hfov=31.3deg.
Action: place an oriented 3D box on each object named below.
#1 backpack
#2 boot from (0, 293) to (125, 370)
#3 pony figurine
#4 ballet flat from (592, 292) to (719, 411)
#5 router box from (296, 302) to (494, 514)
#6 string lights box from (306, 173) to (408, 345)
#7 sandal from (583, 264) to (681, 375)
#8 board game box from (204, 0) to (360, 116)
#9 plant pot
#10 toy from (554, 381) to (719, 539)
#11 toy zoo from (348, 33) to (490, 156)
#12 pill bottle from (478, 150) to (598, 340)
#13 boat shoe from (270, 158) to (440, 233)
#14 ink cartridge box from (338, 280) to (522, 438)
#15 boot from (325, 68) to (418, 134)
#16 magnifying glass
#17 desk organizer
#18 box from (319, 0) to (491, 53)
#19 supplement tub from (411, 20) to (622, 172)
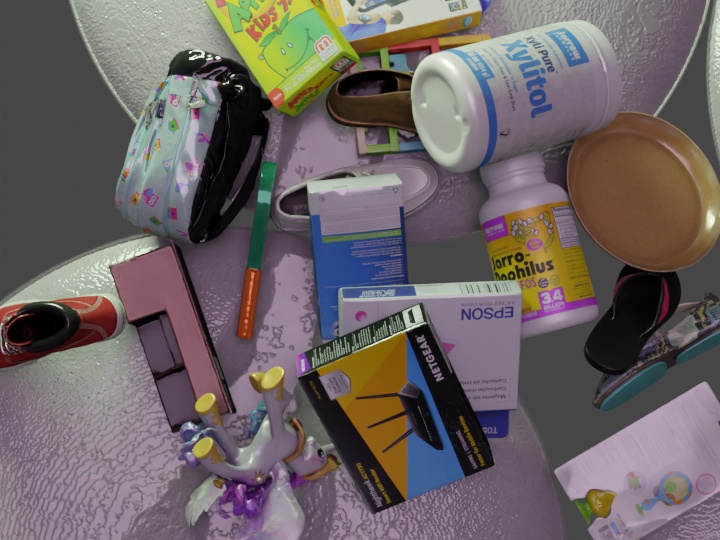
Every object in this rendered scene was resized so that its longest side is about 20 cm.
[{"bbox_3d":[-0.187,-0.130,1.419,0.126,0.167,0.200,17,86,14],"label":"backpack"},{"bbox_3d":[-0.368,0.067,1.357,0.200,0.144,0.073,-14,88,19],"label":"boot"},{"bbox_3d":[-0.112,0.210,1.363,0.193,0.200,0.166,-45,46,-13],"label":"pony figurine"},{"bbox_3d":[0.339,0.089,1.471,0.200,0.074,0.074,-28,86,-8],"label":"ballet flat"},{"bbox_3d":[0.039,0.150,1.371,0.149,0.051,0.200,-23,117,7],"label":"router box"},{"bbox_3d":[0.000,0.000,1.418,0.103,0.059,0.200,-5,106,-5],"label":"string lights box"},{"bbox_3d":[0.310,0.039,1.429,0.075,0.045,0.200,25,46,15],"label":"sandal"},{"bbox_3d":[-0.098,-0.284,1.441,0.102,0.048,0.200,-39,73,17],"label":"board game box"},{"bbox_3d":[0.323,-0.087,1.475,0.200,0.027,0.200,7,67,-16],"label":"plant pot"},{"bbox_3d":[0.330,0.224,1.457,0.200,0.047,0.115,-30,90,-3],"label":"toy"},{"bbox_3d":[0.089,-0.206,1.502,0.200,0.020,0.131,-6,84,-5],"label":"toy zoo"},{"bbox_3d":[0.194,-0.029,1.447,0.104,0.104,0.200,-14,84,-5],"label":"pill bottle"},{"bbox_3d":[-0.004,-0.089,1.459,0.200,0.066,0.072,-8,84,-5],"label":"boat shoe"},{"bbox_3d":[0.076,0.111,1.409,0.196,0.043,0.200,-3,112,-5],"label":"ink cartridge box"},{"bbox_3d":[0.064,-0.197,1.451,0.200,0.075,0.074,-3,79,-8],"label":"boot"},{"bbox_3d":[-0.116,-0.023,1.447,0.022,0.080,0.200,10,93,-5],"label":"magnifying glass"},{"bbox_3d":[-0.208,0.076,1.425,0.077,0.072,0.200,-19,85,-3],"label":"desk organizer"},{"bbox_3d":[0.052,-0.327,1.493,0.200,0.041,0.119,-15,73,-4],"label":"box"},{"bbox_3d":[0.168,-0.191,1.400,0.200,0.132,0.132,-19,85,-24],"label":"supplement tub"}]
